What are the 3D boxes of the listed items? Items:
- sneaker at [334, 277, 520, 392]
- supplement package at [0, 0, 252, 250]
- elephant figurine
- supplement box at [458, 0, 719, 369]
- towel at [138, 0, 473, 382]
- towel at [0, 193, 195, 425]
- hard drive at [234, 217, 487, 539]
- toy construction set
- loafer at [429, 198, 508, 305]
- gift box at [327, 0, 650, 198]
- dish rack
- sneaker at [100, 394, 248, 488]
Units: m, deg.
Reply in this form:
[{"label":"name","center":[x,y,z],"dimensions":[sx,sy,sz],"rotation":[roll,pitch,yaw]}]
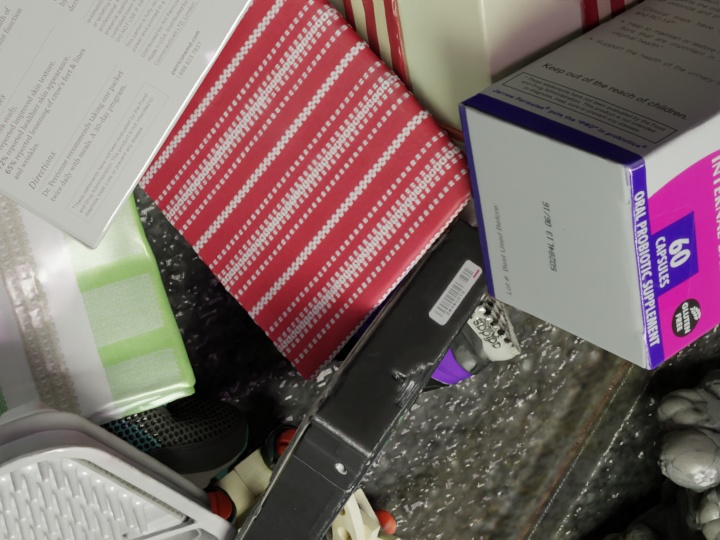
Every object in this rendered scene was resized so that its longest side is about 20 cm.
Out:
[{"label":"sneaker","center":[0.000,0.000,1.070],"dimensions":[0.099,0.070,0.200],"rotation":[-29,122,14]},{"label":"supplement package","center":[-0.148,-0.140,0.822],"dimensions":[0.200,0.151,0.152],"rotation":[32,105,-9]},{"label":"elephant figurine","center":[0.221,0.171,1.252],"dimensions":[0.141,0.155,0.200],"rotation":[-34,148,-44]},{"label":"supplement box","center":[0.154,-0.058,0.860],"dimensions":[0.200,0.103,0.101],"rotation":[-32,127,-29]},{"label":"towel","center":[-0.045,-0.066,0.926],"dimensions":[0.145,0.200,0.022],"rotation":[-50,162,31]},{"label":"towel","center":[-0.196,0.024,0.972],"dimensions":[0.200,0.031,0.150],"rotation":[-18,94,-7]},{"label":"hard drive","center":[-0.002,0.075,0.975],"dimensions":[0.140,0.038,0.200],"rotation":[-53,174,-33]},{"label":"toy construction set","center":[-0.044,0.168,1.108],"dimensions":[0.092,0.131,0.200],"rotation":[-39,178,41]},{"label":"loafer","center":[0.111,-0.034,1.042],"dimensions":[0.200,0.071,0.073],"rotation":[-33,174,-40]},{"label":"gift box","center":[0.065,-0.149,0.942],"dimensions":[0.184,0.200,0.187],"rotation":[-26,124,-24]},{"label":"dish rack","center":[-0.170,0.123,0.969],"dimensions":[0.171,0.044,0.200],"rotation":[-22,154,12]},{"label":"sneaker","center":[-0.144,0.062,1.042],"dimensions":[0.200,0.078,0.091],"rotation":[9,111,-30]}]
